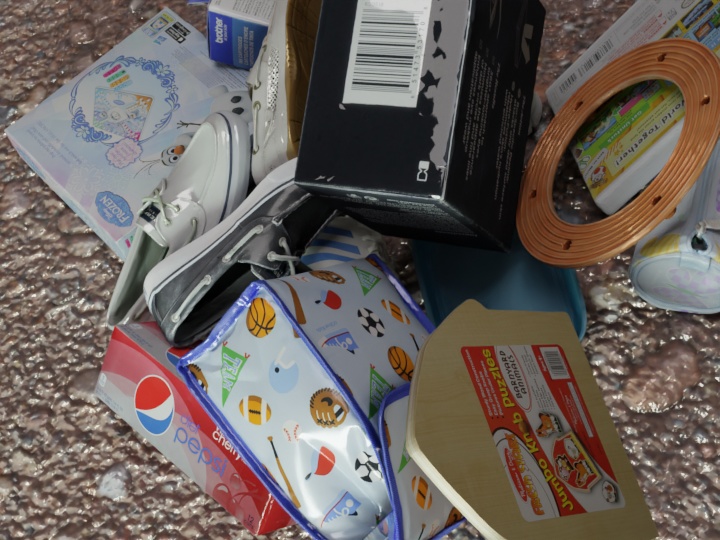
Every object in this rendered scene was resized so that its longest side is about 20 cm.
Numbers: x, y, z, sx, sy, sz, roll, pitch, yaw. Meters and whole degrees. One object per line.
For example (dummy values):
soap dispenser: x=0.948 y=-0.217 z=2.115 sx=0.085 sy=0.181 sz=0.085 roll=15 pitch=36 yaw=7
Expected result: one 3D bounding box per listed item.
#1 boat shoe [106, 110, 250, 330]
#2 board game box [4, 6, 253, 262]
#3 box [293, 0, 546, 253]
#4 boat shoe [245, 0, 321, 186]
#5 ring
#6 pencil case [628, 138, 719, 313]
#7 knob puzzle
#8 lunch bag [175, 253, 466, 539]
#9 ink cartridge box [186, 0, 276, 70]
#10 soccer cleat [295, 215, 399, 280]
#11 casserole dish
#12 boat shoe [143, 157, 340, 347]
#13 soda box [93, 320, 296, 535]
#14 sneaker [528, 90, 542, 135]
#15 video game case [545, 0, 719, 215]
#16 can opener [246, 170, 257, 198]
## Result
boat shoe: x=-0.147 y=-0.034 z=1.117 sx=0.073 sy=0.066 sz=0.203 roll=26 pitch=102 yaw=48
board game box: x=-0.193 y=-0.127 z=1.273 sx=0.198 sy=0.044 sz=0.200 roll=-39 pitch=55 yaw=-15
box: x=0.050 y=-0.132 z=1.026 sx=0.116 sy=0.200 sz=0.200 roll=7 pitch=83 yaw=21
boat shoe: x=-0.065 y=-0.156 z=1.146 sx=0.069 sy=0.071 sz=0.202 roll=-22 pitch=49 yaw=32
ring: x=0.195 y=-0.087 z=1.045 sx=0.200 sy=0.019 sz=0.202 roll=-39 pitch=31 yaw=29
pencil case: x=0.261 y=-0.067 z=1.074 sx=0.082 sy=0.091 sz=0.202 roll=6 pitch=57 yaw=19
knob puzzle: x=0.099 y=0.114 z=0.940 sx=0.030 sy=0.218 sz=0.222 roll=-39 pitch=41 yaw=40
lunch bag: x=0.003 y=0.097 z=0.963 sx=0.124 sy=0.169 sz=0.201 roll=-45 pitch=73 yaw=28
ink cartridge box: x=-0.056 y=-0.246 z=1.264 sx=0.197 sy=0.077 sz=0.138 roll=17 pitch=59 yaw=3
soccer cleat: x=0.000 y=0.000 z=1.114 sx=0.086 sy=0.070 sz=0.199 roll=-43 pitch=55 yaw=-14
casserole dish: x=0.108 y=0.011 z=1.096 sx=0.119 sy=0.039 sz=0.202 roll=-16 pitch=54 yaw=4
boat shoe: x=-0.076 y=-0.014 z=1.071 sx=0.199 sy=0.072 sz=0.068 roll=-34 pitch=51 yaw=1
soda box: x=-0.112 y=0.113 z=1.054 sx=0.199 sy=0.070 sz=0.064 roll=34 pitch=112 yaw=32
sneaker: x=0.056 y=-0.124 z=1.173 sx=0.198 sy=0.091 sz=0.078 roll=-32 pitch=55 yaw=-6
video game case: x=0.241 y=-0.161 z=1.099 sx=0.200 sy=0.023 sz=0.183 roll=-44 pitch=29 yaw=21
can opener: x=-0.095 y=-0.073 z=1.171 sx=0.199 sy=0.067 sz=0.054 roll=-38 pitch=31 yaw=9
